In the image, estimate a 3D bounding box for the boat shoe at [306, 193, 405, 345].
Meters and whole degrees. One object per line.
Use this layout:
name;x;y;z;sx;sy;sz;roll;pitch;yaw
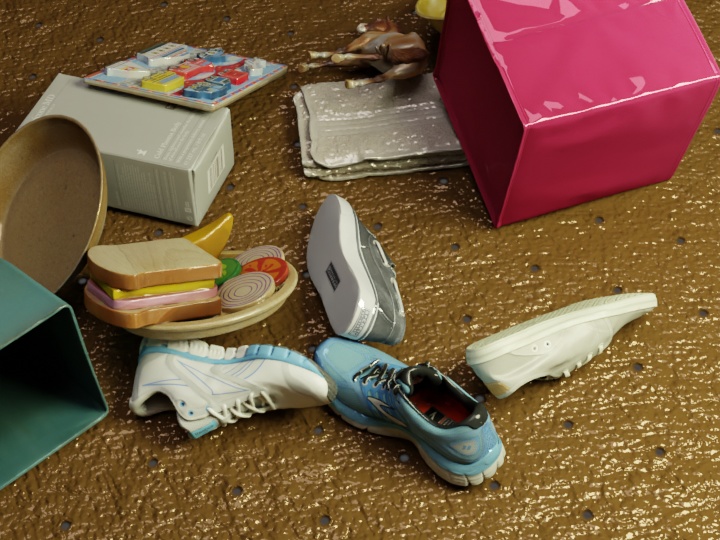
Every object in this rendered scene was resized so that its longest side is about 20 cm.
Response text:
boat shoe;0.000;0.000;1.348;0.067;0.072;0.200;19;26;-25

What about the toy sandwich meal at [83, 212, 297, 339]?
toy sandwich meal;-0.158;0.001;1.307;0.204;0.071;0.205;-5;21;2

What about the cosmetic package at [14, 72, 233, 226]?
cosmetic package;-0.241;-0.126;1.457;0.199;0.090;0.107;13;48;10

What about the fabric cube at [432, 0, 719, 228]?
fabric cube;0.202;-0.191;1.385;0.198;0.196;0.201;-15;67;-10

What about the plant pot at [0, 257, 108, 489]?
plant pot;-0.352;0.071;1.262;0.141;0.142;0.200;-35;48;-25

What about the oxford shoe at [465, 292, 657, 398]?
oxford shoe;0.186;0.065;1.287;0.199;0.075;0.058;-20;91;-24

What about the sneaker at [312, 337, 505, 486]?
sneaker;0.042;0.102;1.235;0.199;0.090;0.078;26;55;29

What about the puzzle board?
puzzle board;-0.183;-0.214;1.518;0.150;0.018;0.200;14;23;15

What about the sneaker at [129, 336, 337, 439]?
sneaker;-0.116;0.113;1.254;0.199;0.075;0.087;3;57;24

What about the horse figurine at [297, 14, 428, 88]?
horse figurine;0.018;-0.234;1.530;0.132;0.050;0.200;-16;19;-21

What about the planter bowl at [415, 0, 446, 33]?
planter bowl;0.166;-0.283;1.553;0.199;0.084;0.201;-18;25;8

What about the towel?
towel;0.031;-0.158;1.503;0.199;0.035;0.133;-7;49;-3

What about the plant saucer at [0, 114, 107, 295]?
plant saucer;-0.308;-0.051;1.374;0.199;0.035;0.201;-14;67;35
